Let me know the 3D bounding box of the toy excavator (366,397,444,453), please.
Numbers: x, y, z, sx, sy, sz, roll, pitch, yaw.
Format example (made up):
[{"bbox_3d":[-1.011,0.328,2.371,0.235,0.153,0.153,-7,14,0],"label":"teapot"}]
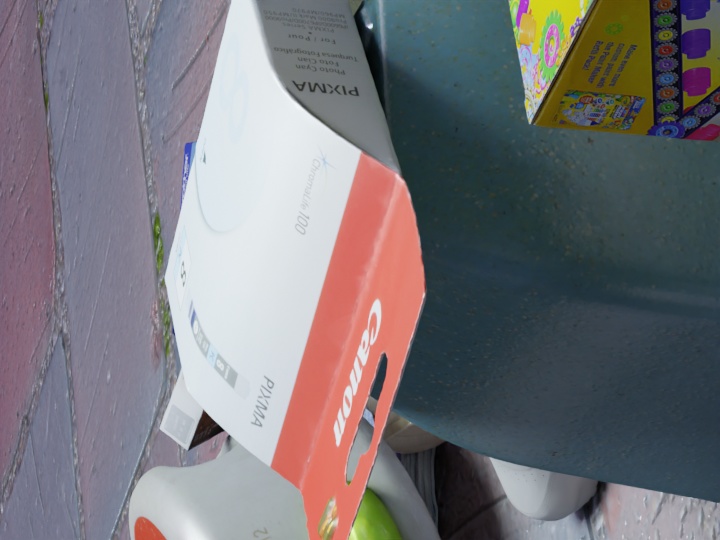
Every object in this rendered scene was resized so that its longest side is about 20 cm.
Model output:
[{"bbox_3d":[0.000,0.000,1.474,0.200,0.194,0.100,-56,32,34],"label":"toy excavator"}]

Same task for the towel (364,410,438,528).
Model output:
[{"bbox_3d":[0.006,0.123,1.660,0.200,0.024,0.147,142,131,-68],"label":"towel"}]

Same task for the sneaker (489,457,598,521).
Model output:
[{"bbox_3d":[0.063,0.041,1.315,0.076,0.080,0.200,28,140,44],"label":"sneaker"}]

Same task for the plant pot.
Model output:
[{"bbox_3d":[0.084,-0.033,1.145,0.196,0.199,0.197,127,143,-59],"label":"plant pot"}]

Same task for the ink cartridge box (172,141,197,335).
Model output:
[{"bbox_3d":[-0.071,-0.019,1.865,0.200,0.076,0.137,175,99,-74],"label":"ink cartridge box"}]

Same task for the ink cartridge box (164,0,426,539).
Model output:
[{"bbox_3d":[-0.029,0.005,1.082,0.200,0.047,0.160,-103,25,-50],"label":"ink cartridge box"}]

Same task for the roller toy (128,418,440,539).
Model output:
[{"bbox_3d":[-0.039,0.175,1.509,0.182,0.139,0.200,47,154,49],"label":"roller toy"}]

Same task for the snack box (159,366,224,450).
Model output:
[{"bbox_3d":[-0.032,0.033,1.559,0.024,0.200,0.072,35,125,21],"label":"snack box"}]

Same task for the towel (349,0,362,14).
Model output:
[{"bbox_3d":[-0.011,-0.076,1.534,0.036,0.148,0.200,32,134,26],"label":"towel"}]

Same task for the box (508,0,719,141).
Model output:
[{"bbox_3d":[0.151,-0.155,0.967,0.122,0.192,0.200,116,152,-51],"label":"box"}]
